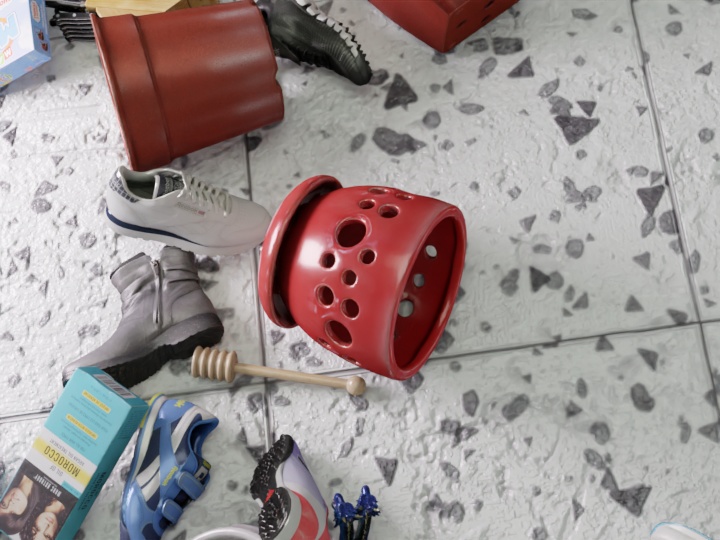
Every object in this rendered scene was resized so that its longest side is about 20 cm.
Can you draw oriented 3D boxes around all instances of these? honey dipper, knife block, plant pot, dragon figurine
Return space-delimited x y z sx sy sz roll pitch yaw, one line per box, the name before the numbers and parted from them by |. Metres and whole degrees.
honey dipper | -0.091 0.116 1.587 0.198 0.038 0.038 6 69 7
knife block | -0.304 -0.359 1.788 0.199 0.064 0.176 -36 69 -8
plant pot | -0.201 -0.228 1.665 0.194 0.201 0.202 -15 67 -9
dragon figurine | -0.003 0.327 1.448 0.058 0.100 0.202 -1 64 -12
plant pot | 0.000 0.000 1.542 0.181 0.201 0.202 19 71 23
plant pot | 0.104 -0.386 1.695 0.199 0.200 0.177 -35 81 -8

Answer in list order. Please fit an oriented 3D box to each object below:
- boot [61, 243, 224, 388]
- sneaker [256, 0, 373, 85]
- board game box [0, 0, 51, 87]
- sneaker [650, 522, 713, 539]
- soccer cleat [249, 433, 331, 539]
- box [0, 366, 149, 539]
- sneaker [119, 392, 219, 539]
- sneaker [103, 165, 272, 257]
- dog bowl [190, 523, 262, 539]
boot | -0.266 0.057 1.621 0.199 0.070 0.132 -22 64 -15
sneaker | -0.067 -0.282 1.732 0.090 0.067 0.200 -39 65 -7
board game box | -0.467 -0.328 1.779 0.150 0.037 0.202 -23 65 25
sneaker | 0.366 0.339 1.422 0.081 0.077 0.200 -42 68 -9
soccer cleat | -0.070 0.242 1.480 0.073 0.200 0.068 34 102 -17
box | -0.318 0.210 1.528 0.082 0.049 0.201 32 96 16
sneaker | -0.210 0.234 1.532 0.081 0.074 0.202 8 70 8
sneaker | -0.196 -0.073 1.625 0.198 0.081 0.077 6 45 -16
dog bowl | -0.131 0.357 1.446 0.199 0.059 0.202 -9 69 24
